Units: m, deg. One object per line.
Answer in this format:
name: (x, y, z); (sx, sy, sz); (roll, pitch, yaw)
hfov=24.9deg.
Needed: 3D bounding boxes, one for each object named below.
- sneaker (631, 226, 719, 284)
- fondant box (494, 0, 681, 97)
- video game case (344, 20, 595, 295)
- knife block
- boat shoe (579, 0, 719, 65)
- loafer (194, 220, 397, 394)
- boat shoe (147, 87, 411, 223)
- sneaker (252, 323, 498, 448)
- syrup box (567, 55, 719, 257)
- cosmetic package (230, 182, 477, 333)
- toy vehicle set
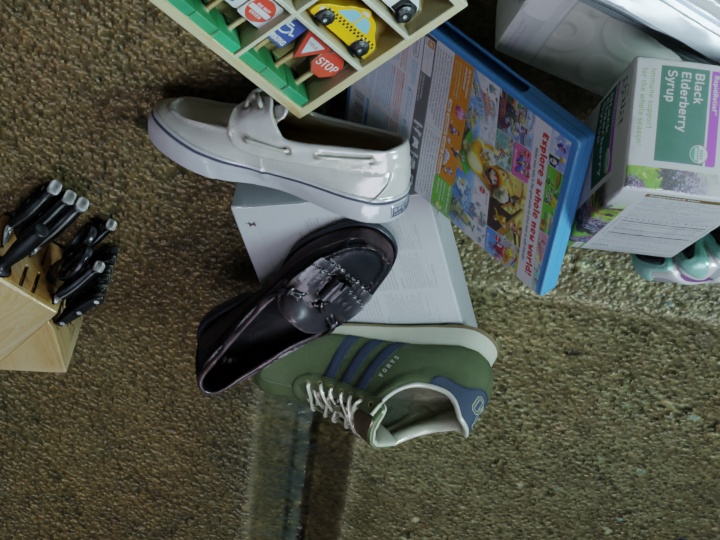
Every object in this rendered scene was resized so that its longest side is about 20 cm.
sneaker: (0.309, 0.001, 1.186); (0.199, 0.078, 0.140); (-15, 132, 24)
fondant box: (0.206, -0.169, 1.037); (0.199, 0.058, 0.144); (20, 136, -14)
video game case: (0.065, -0.092, 1.080); (0.200, 0.018, 0.144); (42, 146, 27)
knife block: (-0.289, 0.002, 1.299); (0.199, 0.064, 0.176); (2, 136, 8)
boat shoe: (0.203, -0.158, 0.955); (0.199, 0.073, 0.067); (20, 97, -36)
loafer: (-0.050, 0.035, 1.218); (0.072, 0.063, 0.200); (40, 128, -24)
boat shoe: (-0.056, -0.096, 1.134); (0.199, 0.071, 0.070); (20, 127, 18)
sneaker: (0.005, 0.094, 1.254); (0.199, 0.090, 0.067); (-4, 138, 16)
syrup box: (0.182, -0.065, 1.006); (0.081, 0.079, 0.200); (7, 171, -1)
cosmetic package: (0.000, 0.000, 1.257); (0.150, 0.052, 0.201); (-5, 136, 12)
toy vehicle set: (-0.047, -0.171, 0.887); (0.124, 0.027, 0.200); (-32, 139, 22)
